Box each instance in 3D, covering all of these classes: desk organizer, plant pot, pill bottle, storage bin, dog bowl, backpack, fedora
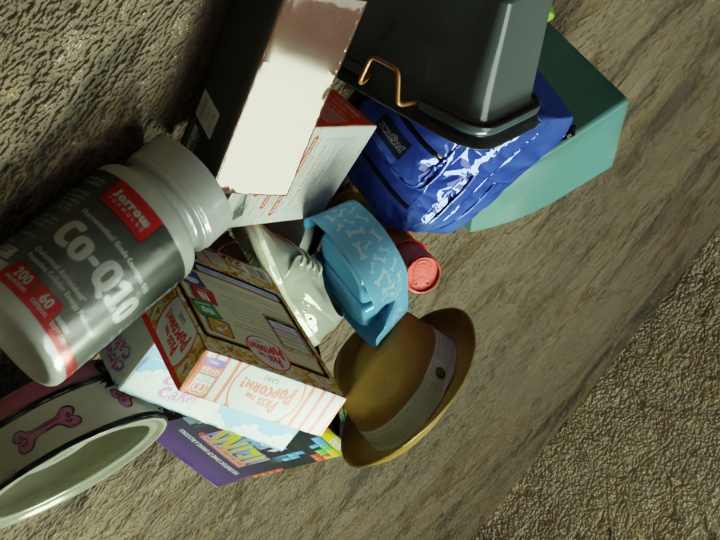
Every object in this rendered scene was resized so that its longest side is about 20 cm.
[{"bbox_3d":[-0.073,-0.158,1.424,0.077,0.072,0.201,1,129,-32],"label":"desk organizer"},{"bbox_3d":[0.172,-0.146,1.971,0.200,0.141,0.142,-35,158,-17],"label":"plant pot"},{"bbox_3d":[-0.205,-0.012,1.392,0.200,0.114,0.114,-42,160,-23],"label":"pill bottle"},{"bbox_3d":[0.065,-0.214,1.523,0.145,0.200,0.135,-27,141,-48],"label":"storage bin"},{"bbox_3d":[-0.273,0.150,1.539,0.199,0.074,0.200,-29,167,-7],"label":"dog bowl"},{"bbox_3d":[0.072,-0.139,1.723,0.200,0.163,0.167,-44,156,27],"label":"backpack"},{"bbox_3d":[0.028,0.103,1.785,0.200,0.082,0.201,-40,-156,22],"label":"fedora"},{"bbox_3d":[0.000,0.000,1.693,0.049,0.112,0.200,-36,162,-12],"label":"dog bowl"}]

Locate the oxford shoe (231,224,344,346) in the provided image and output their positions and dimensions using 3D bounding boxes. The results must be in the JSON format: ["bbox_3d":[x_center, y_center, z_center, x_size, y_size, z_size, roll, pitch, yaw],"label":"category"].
[{"bbox_3d":[-0.069,-0.002,1.679,0.058,0.075,0.200,-34,137,-3],"label":"oxford shoe"}]

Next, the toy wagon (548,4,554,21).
[{"bbox_3d":[0.147,-0.315,1.554,0.039,0.156,0.200,-7,168,0],"label":"toy wagon"}]

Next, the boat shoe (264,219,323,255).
[{"bbox_3d":[-0.093,0.012,1.780,0.066,0.070,0.201,-10,129,-60],"label":"boat shoe"}]

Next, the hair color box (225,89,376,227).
[{"bbox_3d":[-0.077,-0.103,1.588,0.111,0.064,0.200,-56,162,20],"label":"hair color box"}]

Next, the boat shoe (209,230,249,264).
[{"bbox_3d":[-0.160,0.050,1.675,0.075,0.075,0.203,-30,153,-45],"label":"boat shoe"}]

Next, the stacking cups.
[{"bbox_3d":[0.026,-0.031,1.775,0.060,0.200,0.061,-6,108,-20],"label":"stacking cups"}]

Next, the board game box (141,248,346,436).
[{"bbox_3d":[-0.115,0.047,1.502,0.151,0.200,0.046,22,111,-36],"label":"board game box"}]

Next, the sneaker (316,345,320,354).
[{"bbox_3d":[-0.113,0.113,1.862,0.115,0.075,0.200,-16,158,-20],"label":"sneaker"}]

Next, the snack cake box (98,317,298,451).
[{"bbox_3d":[-0.142,0.079,1.578,0.200,0.115,0.067,26,110,-40],"label":"snack cake box"}]

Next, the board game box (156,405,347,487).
[{"bbox_3d":[-0.116,0.154,1.820,0.165,0.057,0.200,-17,151,13],"label":"board game box"}]
